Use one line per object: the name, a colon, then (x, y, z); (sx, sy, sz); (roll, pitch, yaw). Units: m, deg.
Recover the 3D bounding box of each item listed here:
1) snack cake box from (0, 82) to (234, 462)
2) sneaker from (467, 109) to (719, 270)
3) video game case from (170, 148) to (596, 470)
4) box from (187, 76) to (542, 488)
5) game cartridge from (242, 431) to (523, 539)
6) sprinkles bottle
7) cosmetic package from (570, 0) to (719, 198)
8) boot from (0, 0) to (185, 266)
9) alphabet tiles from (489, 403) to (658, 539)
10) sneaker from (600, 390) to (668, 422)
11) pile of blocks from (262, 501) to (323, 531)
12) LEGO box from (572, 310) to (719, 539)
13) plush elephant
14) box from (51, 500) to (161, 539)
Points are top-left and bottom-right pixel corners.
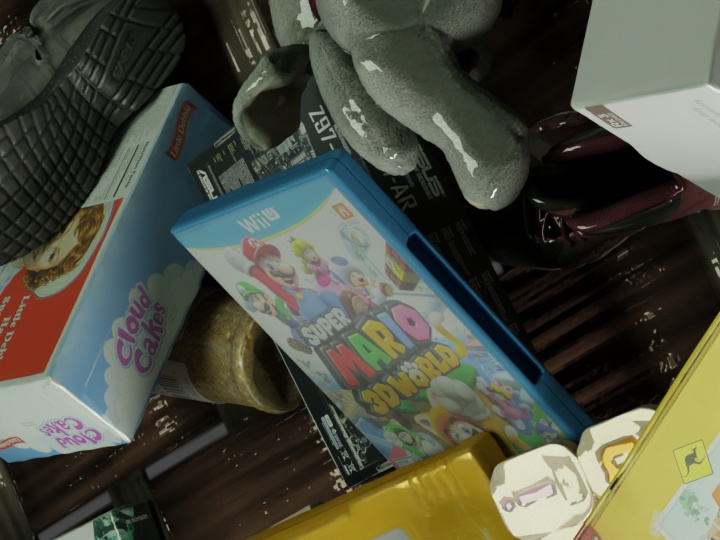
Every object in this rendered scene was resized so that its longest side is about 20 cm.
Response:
snack cake box: (-0.146, 0.001, 1.535); (0.115, 0.067, 0.200); (-10, 48, 45)
sneaker: (0.098, -0.042, 1.326); (0.200, 0.115, 0.076); (-21, 85, 45)
video game case: (0.013, 0.032, 1.345); (0.200, 0.018, 0.143); (47, 148, -17)
box: (0.000, 0.000, 1.449); (0.200, 0.044, 0.160); (63, 147, 5)
game cartridge: (0.031, 0.191, 1.398); (0.200, 0.032, 0.176); (-28, 97, 38)
sprinkles bottle: (-0.111, 0.039, 1.591); (0.200, 0.068, 0.068); (6, 104, 44)
cosmetic package: (0.168, -0.140, 1.177); (0.081, 0.113, 0.200); (-9, 64, 46)
boot: (-0.190, -0.081, 1.565); (0.070, 0.200, 0.132); (52, 161, -25)
alphabet tiles: (0.141, 0.166, 1.295); (0.196, 0.015, 0.200); (-25, 90, 27)
sneaker: (0.185, 0.144, 1.313); (0.114, 0.076, 0.200); (-37, 68, 50)
pile of blocks: (0.004, 0.164, 1.470); (0.200, 0.062, 0.082); (2, 101, 44)
LEGO box: (0.202, 0.092, 1.181); (0.149, 0.077, 0.200); (43, 115, 28)
plush elephant: (0.015, -0.124, 1.317); (0.155, 0.200, 0.165); (134, 158, -83)
box: (-0.148, 0.256, 1.703); (0.144, 0.036, 0.200); (-29, 81, 45)
